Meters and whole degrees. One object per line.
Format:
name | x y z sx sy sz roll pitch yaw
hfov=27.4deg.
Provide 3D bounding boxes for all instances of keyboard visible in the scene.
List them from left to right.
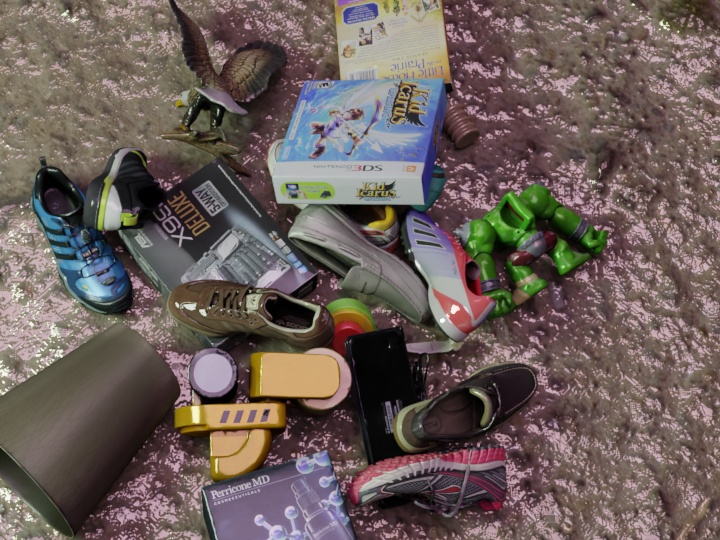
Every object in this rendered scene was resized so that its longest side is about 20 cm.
keyboard | 0.039 0.168 1.706 0.103 0.040 0.202 -9 86 -26

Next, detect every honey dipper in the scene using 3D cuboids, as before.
honey dipper | 0.090 -0.246 1.918 0.038 0.038 0.201 -25 67 -16

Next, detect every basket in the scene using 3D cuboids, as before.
basket | -0.309 0.164 1.640 0.180 0.136 0.200 40 64 12

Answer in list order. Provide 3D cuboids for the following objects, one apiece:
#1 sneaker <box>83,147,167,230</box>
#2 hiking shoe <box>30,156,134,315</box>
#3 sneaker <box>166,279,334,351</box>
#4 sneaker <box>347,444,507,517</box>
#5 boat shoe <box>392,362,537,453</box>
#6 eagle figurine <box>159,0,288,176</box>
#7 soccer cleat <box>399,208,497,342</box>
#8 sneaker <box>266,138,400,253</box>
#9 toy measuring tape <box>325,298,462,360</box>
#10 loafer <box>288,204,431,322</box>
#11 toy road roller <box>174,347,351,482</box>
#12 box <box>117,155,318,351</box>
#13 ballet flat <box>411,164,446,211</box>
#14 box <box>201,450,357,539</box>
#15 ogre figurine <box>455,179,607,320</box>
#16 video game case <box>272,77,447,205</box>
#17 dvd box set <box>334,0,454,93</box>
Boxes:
sneaker | -0.267 -0.087 1.747 0.082 0.072 0.200 10 24 1
hiking shoe | -0.337 -0.035 1.749 0.074 0.087 0.200 -32 72 -18
sneaker | -0.125 0.038 1.684 0.198 0.076 0.071 10 64 4
sneaker | 0.080 0.241 1.647 0.199 0.081 0.075 -4 85 -25
boat shoe | 0.133 0.159 1.696 0.199 0.065 0.074 -24 94 -29
eagle figurine | -0.184 -0.241 1.840 0.150 0.152 0.201 5 68 19
soccer cleat | 0.104 -0.007 1.749 0.073 0.068 0.201 -37 46 20
sneaker | -0.029 -0.103 1.813 0.199 0.082 0.078 35 67 11
toy measuring tape | 0.021 0.067 1.742 0.198 0.074 0.074 -3 66 -3
loafer | 0.000 0.000 1.767 0.200 0.070 0.070 38 63 2
toy road roller | -0.110 0.166 1.666 0.198 0.123 0.147 -1 80 -5
box | -0.173 -0.016 1.776 0.157 0.050 0.200 -35 73 -18
ballet flat | 0.026 -0.129 1.829 0.067 0.071 0.200 3 25 -43
box | -0.076 0.320 1.600 0.147 0.107 0.201 -16 67 -11
ogre figurine | 0.201 -0.033 1.797 0.199 0.098 0.120 -33 83 -6
video game case | 0.003 -0.158 1.774 0.180 0.046 0.201 1 43 12
dvd box set | 0.041 -0.312 1.921 0.145 0.029 0.201 -10 66 10
